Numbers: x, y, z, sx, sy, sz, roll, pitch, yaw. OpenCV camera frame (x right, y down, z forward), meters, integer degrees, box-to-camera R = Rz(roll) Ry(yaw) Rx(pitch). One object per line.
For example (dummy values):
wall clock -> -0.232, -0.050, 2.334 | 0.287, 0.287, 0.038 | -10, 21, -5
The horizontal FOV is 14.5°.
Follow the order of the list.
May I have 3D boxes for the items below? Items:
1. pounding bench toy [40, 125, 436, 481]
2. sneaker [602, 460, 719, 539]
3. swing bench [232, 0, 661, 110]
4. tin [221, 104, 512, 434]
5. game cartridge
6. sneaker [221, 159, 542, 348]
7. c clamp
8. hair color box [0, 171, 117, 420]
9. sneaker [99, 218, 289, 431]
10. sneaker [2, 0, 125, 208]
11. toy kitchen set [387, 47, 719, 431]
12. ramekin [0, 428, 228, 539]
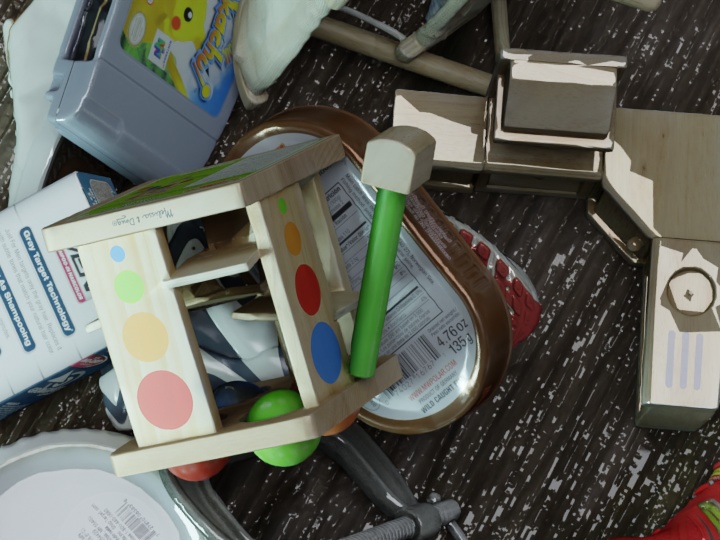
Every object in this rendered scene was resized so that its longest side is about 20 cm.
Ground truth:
pounding bench toy -> -0.036, 0.019, 1.494 | 0.200, 0.124, 0.156 | -13, 98, 26
sneaker -> 0.207, 0.153, 1.642 | 0.200, 0.077, 0.085 | -6, 66, -11
swing bench -> 0.040, -0.179, 1.615 | 0.200, 0.199, 0.130 | 0, 77, -18
tin -> 0.000, 0.000, 1.564 | 0.112, 0.042, 0.200 | -41, 85, 23
game cartridge -> -0.110, -0.153, 1.658 | 0.040, 0.133, 0.200 | 8, 74, 31
sneaker -> 0.019, -0.022, 1.616 | 0.200, 0.082, 0.078 | 31, 116, 15
c clamp -> -0.017, 0.137, 1.594 | 0.200, 0.027, 0.171 | -7, 54, -48
hair color box -> -0.216, 0.033, 1.610 | 0.200, 0.061, 0.100 | -27, 81, 14
sneaker -> -0.063, 0.010, 1.646 | 0.199, 0.079, 0.130 | -15, 87, 4
sneaker -> -0.180, -0.101, 1.684 | 0.085, 0.073, 0.200 | 13, 83, 34
toy kitchen set -> 0.113, -0.018, 1.620 | 0.200, 0.163, 0.181 | 5, 77, -1
ramekin -> -0.160, 0.181, 1.591 | 0.200, 0.105, 0.200 | 1, 77, -2
